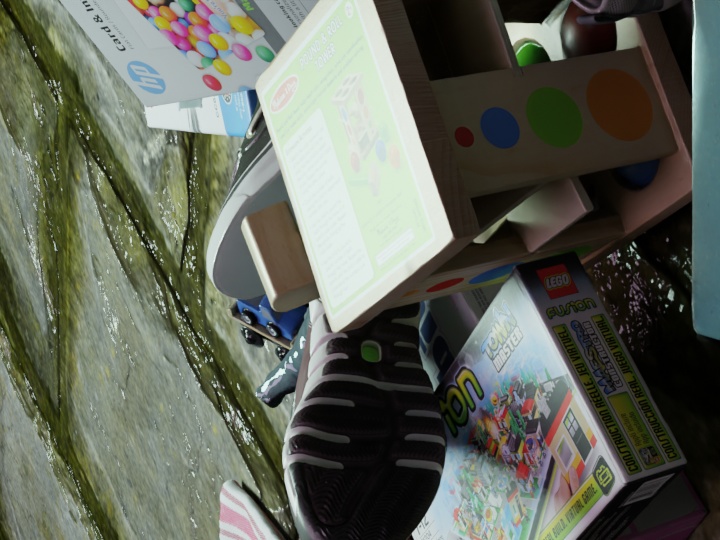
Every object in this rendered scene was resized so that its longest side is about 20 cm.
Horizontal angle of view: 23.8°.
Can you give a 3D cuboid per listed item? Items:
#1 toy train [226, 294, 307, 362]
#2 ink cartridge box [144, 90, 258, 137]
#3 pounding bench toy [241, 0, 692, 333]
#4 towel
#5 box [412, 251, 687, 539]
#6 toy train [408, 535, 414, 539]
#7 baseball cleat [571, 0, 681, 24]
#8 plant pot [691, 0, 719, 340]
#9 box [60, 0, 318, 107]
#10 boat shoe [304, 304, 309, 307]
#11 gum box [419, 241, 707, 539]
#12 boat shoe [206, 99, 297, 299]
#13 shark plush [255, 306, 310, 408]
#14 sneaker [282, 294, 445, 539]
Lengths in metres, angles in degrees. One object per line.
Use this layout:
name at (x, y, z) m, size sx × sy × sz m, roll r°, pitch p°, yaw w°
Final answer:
toy train at (-0.003, 0.053, 1.020) m, size 0.199 × 0.034 × 0.046 m, roll 25°, pitch 148°, yaw 29°
ink cartridge box at (-0.082, -0.167, 1.113) m, size 0.199 × 0.085 × 0.148 m, roll 12°, pitch 113°, yaw 62°
pounding bench toy at (0.045, -0.051, 0.793) m, size 0.200 × 0.154 × 0.126 m, roll -40°, pitch 66°, yaw 59°
towel at (-0.080, 0.293, 1.423) m, size 0.146 × 0.030 × 0.202 m, roll 37°, pitch 135°, yaw 54°
box at (0.074, 0.093, 0.805) m, size 0.111 × 0.034 × 0.201 m, roll 64°, pitch 151°, yaw 25°
toy train at (0.002, 0.206, 1.089) m, size 0.086 × 0.113 × 0.201 m, roll 64°, pitch 153°, yaw 24°
baseball cleat at (0.088, -0.201, 0.691) m, size 0.069 × 0.106 × 0.202 m, roll -14°, pitch 95°, yaw 52°
plant pot at (0.211, -0.037, 0.472) m, size 0.199 × 0.140 × 0.143 m, roll 25°, pitch 126°, yaw 52°
box at (-0.093, -0.168, 0.938) m, size 0.199 × 0.041 × 0.156 m, roll -1°, pitch 136°, yaw 46°
boat shoe at (-0.009, 0.022, 1.068) m, size 0.200 × 0.072 × 0.062 m, roll -40°, pitch 62°, yaw 58°
gum box at (0.090, 0.085, 0.886) m, size 0.201 × 0.065 × 0.114 m, roll 63°, pitch 152°, yaw 27°
boat shoe at (-0.032, -0.076, 1.000) m, size 0.201 × 0.070 × 0.064 m, roll -56°, pitch 41°, yaw 13°
shark plush at (0.000, 0.000, 0.976) m, size 0.083 × 0.090 × 0.201 m, roll 51°, pitch 137°, yaw 30°
sneaker at (-0.003, 0.093, 0.845) m, size 0.201 × 0.075 × 0.116 m, roll -84°, pitch 5°, yaw -50°
